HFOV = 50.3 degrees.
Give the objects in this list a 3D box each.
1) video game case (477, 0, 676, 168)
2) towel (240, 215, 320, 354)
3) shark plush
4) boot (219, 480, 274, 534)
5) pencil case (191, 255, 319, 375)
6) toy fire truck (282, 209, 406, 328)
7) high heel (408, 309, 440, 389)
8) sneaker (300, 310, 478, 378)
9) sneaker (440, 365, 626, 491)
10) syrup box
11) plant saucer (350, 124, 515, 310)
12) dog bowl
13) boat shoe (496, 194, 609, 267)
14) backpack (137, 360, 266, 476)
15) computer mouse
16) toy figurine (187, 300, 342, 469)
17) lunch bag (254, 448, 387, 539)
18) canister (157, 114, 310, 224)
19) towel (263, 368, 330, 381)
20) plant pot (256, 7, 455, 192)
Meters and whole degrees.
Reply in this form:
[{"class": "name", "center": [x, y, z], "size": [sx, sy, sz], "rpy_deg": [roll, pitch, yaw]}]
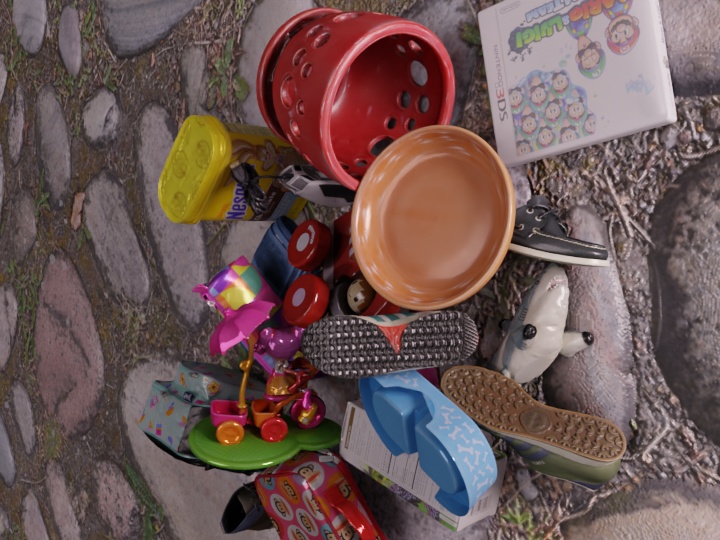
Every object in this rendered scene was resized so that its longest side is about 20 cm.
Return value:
[{"class": "video game case", "center": [0.221, -0.220, 0.811], "size": [0.199, 0.024, 0.183], "rpy_deg": [-11, 85, 44]}, {"class": "towel", "center": [-0.132, 0.027, 1.121], "size": [0.112, 0.048, 0.201], "rpy_deg": [48, 123, 32]}, {"class": "shark plush", "center": [0.182, 0.083, 0.864], "size": [0.200, 0.090, 0.084], "rpy_deg": [109, 154, -47]}, {"class": "boot", "center": [-0.127, 0.332, 1.128], "size": [0.200, 0.097, 0.075], "rpy_deg": [-53, 58, 33]}, {"class": "pencil case", "center": [-0.136, 0.075, 1.046], "size": [0.088, 0.088, 0.200], "rpy_deg": [-32, 104, 40]}, {"class": "toy fire truck", "center": [0.000, 0.000, 0.946], "size": [0.168, 0.112, 0.201], "rpy_deg": [-31, 46, 38]}, {"class": "high heel", "center": [0.095, 0.056, 0.934], "size": [0.096, 0.067, 0.201], "rpy_deg": [30, 103, 12]}, {"class": "sneaker", "center": [0.036, 0.083, 0.857], "size": [0.199, 0.093, 0.071], "rpy_deg": [-6, 81, 14]}, {"class": "sneaker", "center": [0.177, 0.176, 0.818], "size": [0.199, 0.067, 0.090], "rpy_deg": [20, 142, 26]}, {"class": "syrup box", "center": [0.072, 0.227, 0.942], "size": [0.199, 0.079, 0.082], "rpy_deg": [21, 107, 42]}, {"class": "plant saucer", "center": [0.079, -0.056, 0.833], "size": [0.199, 0.037, 0.201], "rpy_deg": [-6, 80, 36]}, {"class": "dog bowl", "center": [0.072, 0.176, 0.835], "size": [0.200, 0.049, 0.112], "rpy_deg": [38, 146, 48]}, {"class": "boat shoe", "center": [0.179, -0.050, 0.827], "size": [0.199, 0.074, 0.066], "rpy_deg": [19, 98, 47]}, {"class": "backpack", "center": [-0.236, 0.222, 1.180], "size": [0.199, 0.175, 0.154], "rpy_deg": [-1, 75, 45]}, {"class": "computer mouse", "center": [-0.066, -0.104, 0.979], "size": [0.110, 0.199, 0.044], "rpy_deg": [46, 131, 50]}, {"class": "toy figurine", "center": [-0.116, 0.129, 0.963], "size": [0.150, 0.199, 0.185], "rpy_deg": [-122, 33, -70]}, {"class": "lunch bag", "center": [-0.042, 0.332, 1.012], "size": [0.176, 0.082, 0.201], "rpy_deg": [-23, 97, 53]}, {"class": "canister", "center": [-0.159, -0.134, 1.063], "size": [0.087, 0.199, 0.149], "rpy_deg": [52, 125, 29]}, {"class": "towel", "center": [-0.087, 0.090, 1.130], "size": [0.199, 0.023, 0.144], "rpy_deg": [-14, 82, 43]}, {"class": "plant pot", "center": [-0.017, -0.215, 0.923], "size": [0.182, 0.200, 0.201], "rpy_deg": [34, 115, 41]}]
